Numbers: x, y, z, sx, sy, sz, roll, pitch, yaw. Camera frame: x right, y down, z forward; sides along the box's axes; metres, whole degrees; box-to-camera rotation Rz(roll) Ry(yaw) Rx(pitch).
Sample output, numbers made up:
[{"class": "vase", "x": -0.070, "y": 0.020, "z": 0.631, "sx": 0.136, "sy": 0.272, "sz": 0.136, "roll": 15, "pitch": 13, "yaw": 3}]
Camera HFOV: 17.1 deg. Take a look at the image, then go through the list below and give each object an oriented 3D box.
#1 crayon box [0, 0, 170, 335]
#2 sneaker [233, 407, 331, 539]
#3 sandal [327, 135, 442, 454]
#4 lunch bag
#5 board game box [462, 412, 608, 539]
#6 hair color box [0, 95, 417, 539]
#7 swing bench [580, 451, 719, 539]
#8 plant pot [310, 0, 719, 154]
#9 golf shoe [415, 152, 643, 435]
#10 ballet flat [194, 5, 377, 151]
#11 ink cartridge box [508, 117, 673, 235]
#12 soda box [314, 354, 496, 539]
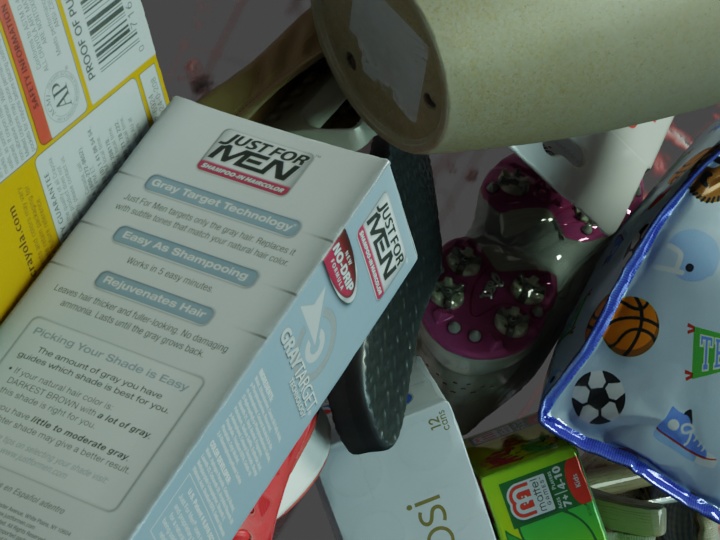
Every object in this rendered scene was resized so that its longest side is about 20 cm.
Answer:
[{"class": "crayon box", "x": -0.151, "y": -0.040, "z": 0.846, "sx": 0.200, "sy": 0.051, "sz": 0.126, "roll": -46, "pitch": 134, "yaw": -41}, {"class": "sneaker", "x": -0.063, "y": 0.068, "z": 0.925, "sx": 0.200, "sy": 0.078, "sz": 0.116, "roll": -75, "pitch": 164, "yaw": -56}, {"class": "sandal", "x": 0.000, "y": 0.000, "z": 1.054, "sx": 0.201, "sy": 0.048, "sz": 0.076, "roll": -74, "pitch": 152, "yaw": -52}, {"class": "lunch bag", "x": 0.176, "y": 0.004, "z": 1.113, "sx": 0.201, "sy": 0.124, "sz": 0.170, "roll": -62, "pitch": 178, "yaw": 3}, {"class": "board game box", "x": 0.103, "y": 0.174, "z": 1.127, "sx": 0.102, "sy": 0.047, "sz": 0.201, "roll": -137, "pitch": -152, "yaw": -83}, {"class": "hair color box", "x": -0.073, "y": 0.037, "z": 0.853, "sx": 0.200, "sy": 0.099, "sz": 0.061, "roll": -56, "pitch": 149, "yaw": -27}, {"class": "swing bench", "x": 0.157, "y": 0.184, "z": 1.287, "sx": 0.200, "sy": 0.129, "sz": 0.200, "roll": -16, "pitch": 112, "yaw": -47}, {"class": "plant pot", "x": 0.086, "y": -0.131, "z": 0.989, "sx": 0.200, "sy": 0.187, "sz": 0.188, "roll": -28, "pitch": 122, "yaw": -26}, {"class": "golf shoe", "x": 0.077, "y": 0.005, "z": 1.189, "sx": 0.200, "sy": 0.075, "sz": 0.092, "roll": -45, "pitch": 158, "yaw": -45}, {"class": "ballet flat", "x": -0.035, "y": -0.054, "z": 1.001, "sx": 0.200, "sy": 0.063, "sz": 0.069, "roll": -51, "pitch": 138, "yaw": -35}, {"class": "ink cartridge box", "x": 0.104, "y": -0.123, "z": 1.154, "sx": 0.117, "sy": 0.067, "sz": 0.200, "roll": 40, "pitch": 63, "yaw": -26}, {"class": "soda box", "x": 0.033, "y": 0.146, "z": 1.096, "sx": 0.068, "sy": 0.064, "sz": 0.201, "roll": -21, "pitch": 110, "yaw": -4}]
